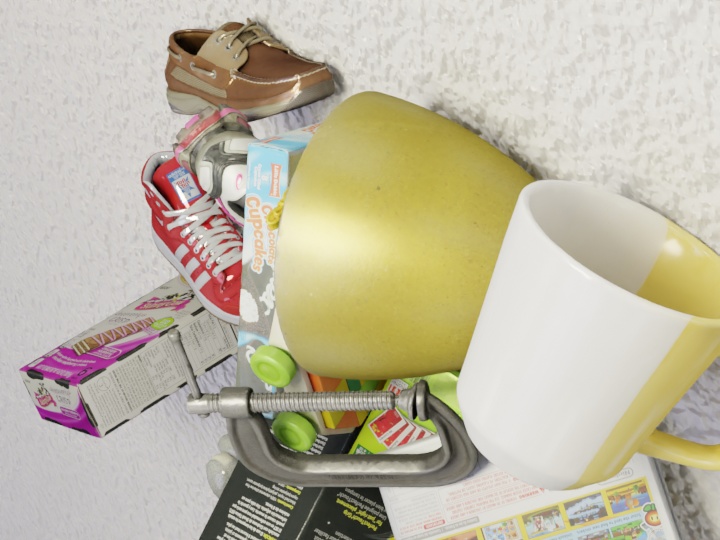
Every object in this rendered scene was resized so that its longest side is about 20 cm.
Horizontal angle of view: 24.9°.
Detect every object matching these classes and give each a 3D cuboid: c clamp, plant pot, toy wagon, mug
[{"bbox_3d":[-0.021,0.104,1.107,0.200,0.027,0.171,2,140,8],"label":"c clamp"},{"bbox_3d":[0.054,-0.012,1.096,0.142,0.200,0.200,12,130,28],"label":"plant pot"},{"bbox_3d":[-0.022,0.027,1.164,0.040,0.155,0.200,13,139,27],"label":"toy wagon"},{"bbox_3d":[0.146,0.058,0.977,0.186,0.149,0.153,35,116,20],"label":"mug"}]

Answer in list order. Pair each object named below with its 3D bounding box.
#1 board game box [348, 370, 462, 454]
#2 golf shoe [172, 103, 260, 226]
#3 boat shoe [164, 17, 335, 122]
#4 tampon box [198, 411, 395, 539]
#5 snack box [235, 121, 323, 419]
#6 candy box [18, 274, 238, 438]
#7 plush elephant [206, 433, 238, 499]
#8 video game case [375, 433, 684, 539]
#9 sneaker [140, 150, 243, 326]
[{"bbox_3d":[0.100,0.143,1.188,0.200,0.048,0.102,31,102,21],"label":"board game box"},{"bbox_3d":[-0.071,-0.054,1.263,0.092,0.073,0.200,53,-169,24],"label":"golf shoe"},{"bbox_3d":[-0.097,-0.161,1.294,0.200,0.076,0.072,9,117,48],"label":"boat shoe"},{"bbox_3d":[-0.019,0.201,1.324,0.150,0.200,0.126,33,170,-34],"label":"tampon box"},{"bbox_3d":[-0.043,-0.003,1.196,0.037,0.116,0.200,13,109,27],"label":"snack box"},{"bbox_3d":[-0.207,0.077,1.557,0.136,0.200,0.061,5,122,55],"label":"candy box"},{"bbox_3d":[-0.062,0.178,1.486,0.155,0.200,0.165,-118,18,-51],"label":"plush elephant"},{"bbox_3d":[0.122,0.188,1.140,0.200,0.023,0.182,-21,81,21],"label":"video game case"},{"bbox_3d":[-0.135,-0.035,1.474,0.200,0.071,0.113,39,149,38],"label":"sneaker"}]
